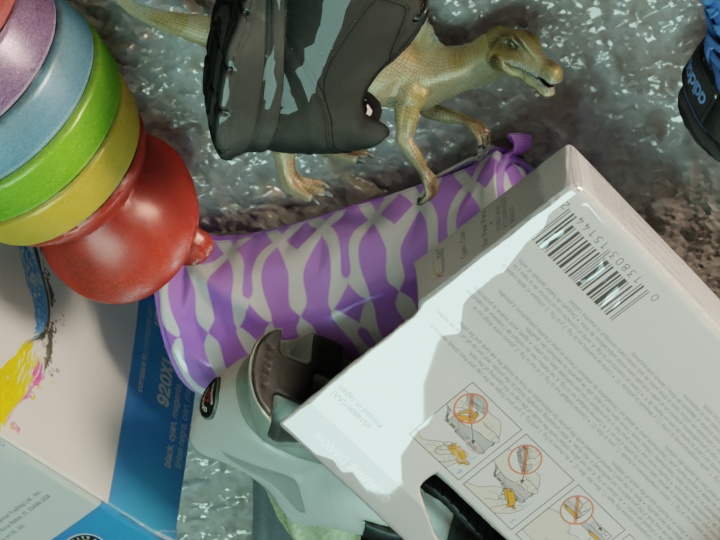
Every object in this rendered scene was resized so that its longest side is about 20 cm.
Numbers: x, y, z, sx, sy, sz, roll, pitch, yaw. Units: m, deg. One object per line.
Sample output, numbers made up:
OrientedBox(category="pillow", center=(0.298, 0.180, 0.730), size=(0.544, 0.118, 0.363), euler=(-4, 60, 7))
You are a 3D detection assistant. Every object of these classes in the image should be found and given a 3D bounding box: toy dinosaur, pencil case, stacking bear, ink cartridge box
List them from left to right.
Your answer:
OrientedBox(category="ink cartridge box", center=(-0.202, 0.061, 1.277), size=(0.200, 0.145, 0.147), euler=(36, 128, -28))
OrientedBox(category="stacking bear", center=(-0.144, -0.061, 1.177), size=(0.121, 0.114, 0.200), euler=(-20, 135, 24))
OrientedBox(category="toy dinosaur", center=(-0.010, -0.087, 1.184), size=(0.198, 0.058, 0.102), euler=(7, 120, 3))
OrientedBox(category="pencil case", center=(0.000, 0.000, 1.242), size=(0.199, 0.084, 0.086), euler=(-16, 94, 18))
OrientedBox(category="ink cartridge box", center=(0.092, 0.068, 1.194), size=(0.176, 0.045, 0.200), euler=(-38, 114, 18))

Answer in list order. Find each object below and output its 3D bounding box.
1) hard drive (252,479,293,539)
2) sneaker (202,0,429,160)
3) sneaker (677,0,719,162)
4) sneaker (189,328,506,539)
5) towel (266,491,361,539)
OrientedBox(category="hard drive", center=(0.013, 0.106, 1.382), size=(0.138, 0.033, 0.201), euler=(4, 136, 1))
OrientedBox(category="sneaker", center=(-0.011, -0.136, 1.097), size=(0.090, 0.076, 0.201), euler=(5, 124, -11))
OrientedBox(category="sneaker", center=(0.159, -0.103, 1.119), size=(0.199, 0.077, 0.111), euler=(28, 125, -27))
OrientedBox(category="sneaker", center=(0.010, 0.094, 1.249), size=(0.199, 0.074, 0.088), euler=(29, 141, -22))
OrientedBox(category="towel", center=(0.050, 0.092, 1.299), size=(0.199, 0.037, 0.149), euler=(-23, 113, 14))
